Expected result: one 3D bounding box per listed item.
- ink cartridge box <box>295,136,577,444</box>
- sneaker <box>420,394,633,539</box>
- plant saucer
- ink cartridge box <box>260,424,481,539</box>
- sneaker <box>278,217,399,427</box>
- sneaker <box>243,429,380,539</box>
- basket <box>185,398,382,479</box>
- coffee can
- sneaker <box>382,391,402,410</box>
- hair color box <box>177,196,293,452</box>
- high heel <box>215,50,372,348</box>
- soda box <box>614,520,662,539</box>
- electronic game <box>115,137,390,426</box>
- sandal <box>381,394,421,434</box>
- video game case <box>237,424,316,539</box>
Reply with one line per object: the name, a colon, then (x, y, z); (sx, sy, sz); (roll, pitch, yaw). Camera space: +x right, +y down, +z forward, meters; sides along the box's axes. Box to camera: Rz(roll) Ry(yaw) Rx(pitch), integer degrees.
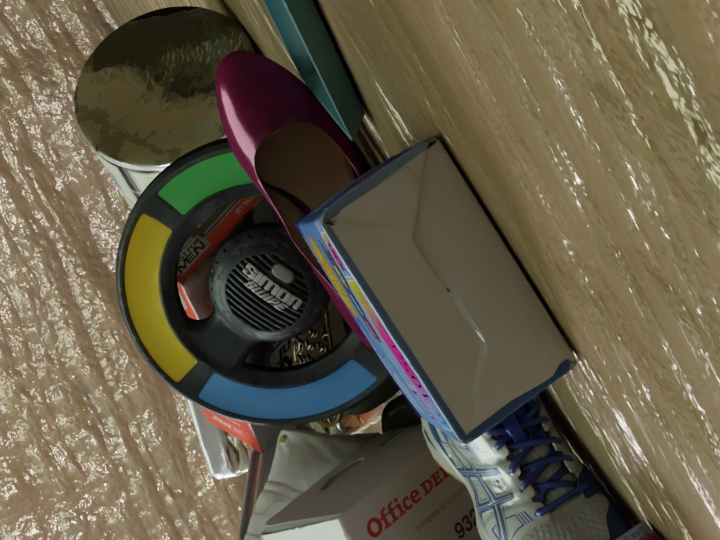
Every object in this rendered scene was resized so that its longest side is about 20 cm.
ink cartridge box: (0.034, 0.010, 1.048); (0.137, 0.076, 0.200); (58, 177, -3)
sneaker: (0.087, 0.108, 1.144); (0.200, 0.075, 0.088); (45, 157, 44)
plant saucer: (-0.044, -0.157, 1.084); (0.070, 0.019, 0.200); (54, 174, 41)
ink cartridge box: (0.044, 0.219, 1.303); (0.084, 0.145, 0.201); (-18, 101, 44)
sneaker: (0.000, 0.000, 1.332); (0.067, 0.090, 0.201); (16, 114, 48)
sneaker: (0.015, 0.175, 1.388); (0.200, 0.116, 0.074); (25, 164, -34)
basket: (-0.053, 0.077, 1.614); (0.200, 0.123, 0.136); (-22, -85, -72)
coffee can: (-0.124, -0.090, 1.552); (0.147, 0.146, 0.200); (54, 174, 32)
sneaker: (0.032, 0.058, 1.474); (0.200, 0.074, 0.089); (-123, 22, -60)
hair color box: (-0.083, 0.024, 1.394); (0.064, 0.111, 0.200); (25, 153, 34)
high heel: (-0.020, -0.041, 1.165); (0.200, 0.067, 0.096); (53, -175, -18)
soda box: (0.183, 0.240, 1.075); (0.200, 0.063, 0.070); (60, 175, -21)
electronic game: (-0.058, 0.008, 1.256); (0.200, 0.199, 0.042); (59, -164, -17)
sandal: (0.089, 0.165, 1.379); (0.200, 0.082, 0.055); (56, -160, -15)
video game case: (-0.010, 0.215, 1.457); (0.200, 0.023, 0.183); (40, -146, -27)
